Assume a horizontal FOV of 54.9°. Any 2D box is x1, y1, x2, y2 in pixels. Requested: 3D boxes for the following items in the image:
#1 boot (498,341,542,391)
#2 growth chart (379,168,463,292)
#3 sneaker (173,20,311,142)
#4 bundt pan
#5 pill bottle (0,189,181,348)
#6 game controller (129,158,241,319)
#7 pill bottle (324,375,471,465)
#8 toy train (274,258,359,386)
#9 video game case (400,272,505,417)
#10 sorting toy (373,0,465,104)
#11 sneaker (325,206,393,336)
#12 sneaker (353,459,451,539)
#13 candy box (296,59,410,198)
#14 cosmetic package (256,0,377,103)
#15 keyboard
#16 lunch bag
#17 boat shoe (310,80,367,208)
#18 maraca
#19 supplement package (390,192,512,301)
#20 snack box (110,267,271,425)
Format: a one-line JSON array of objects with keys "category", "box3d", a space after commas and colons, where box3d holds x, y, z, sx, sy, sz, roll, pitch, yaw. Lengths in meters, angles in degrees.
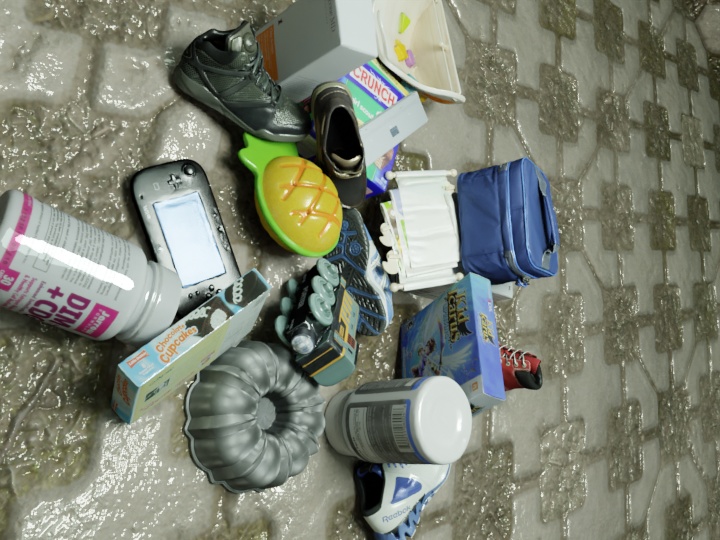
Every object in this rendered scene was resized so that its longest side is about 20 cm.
[{"category": "boot", "box3d": [0.230, 0.132, 1.199, 0.201, 0.144, 0.073, 52, 52, -20]}, {"category": "growth chart", "box3d": [0.094, -0.066, 1.072, 0.143, 0.018, 0.202, 1, 77, -19]}, {"category": "sneaker", "box3d": [-0.139, -0.251, 0.925, 0.198, 0.114, 0.077, 29, 46, -19]}, {"category": "bundt pan", "box3d": [-0.123, 0.186, 0.897, 0.201, 0.075, 0.204, 11, 73, -42]}, {"category": "pill bottle", "box3d": [-0.301, 0.007, 0.741, 0.199, 0.113, 0.115, 28, 62, -36]}, {"category": "game controller", "box3d": [-0.219, -0.038, 0.881, 0.104, 0.042, 0.202, -23, 96, -44]}, {"category": "pill bottle", "box3d": [0.046, 0.210, 0.965, 0.113, 0.199, 0.115, 11, 73, -40]}, {"category": "toy train", "box3d": [-0.051, 0.067, 0.951, 0.114, 0.085, 0.201, 50, 19, -19]}, {"category": "video game case", "box3d": [0.130, 0.133, 1.042, 0.045, 0.181, 0.202, 22, 48, -27]}, {"category": "sorting toy", "box3d": [0.079, -0.381, 1.174, 0.179, 0.106, 0.202, -1, 78, -56]}, {"category": "sneaker", "box3d": [0.000, 0.000, 1.073, 0.077, 0.075, 0.202, -14, 90, -67]}, {"category": "sneaker", "box3d": [0.058, 0.303, 1.038, 0.116, 0.080, 0.200, 53, 52, -24]}, {"category": "candy box", "box3d": [-0.013, -0.242, 1.100, 0.169, 0.077, 0.202, 35, 58, -34]}, {"category": "cosmetic package", "box3d": [-0.071, -0.317, 0.977, 0.071, 0.199, 0.103, 2, 78, -43]}, {"category": "keyboard", "box3d": [0.050, -0.228, 1.103, 0.200, 0.011, 0.057, -43, 119, -43]}, {"category": "lunch bag", "box3d": [0.242, -0.069, 1.095, 0.135, 0.131, 0.202, 15, 67, -52]}, {"category": "boat shoe", "box3d": [-0.029, -0.163, 0.979, 0.074, 0.074, 0.201, -105, 180, -50]}, {"category": "maraca", "box3d": [-0.097, -0.111, 0.972, 0.137, 0.107, 0.201, -29, 90, -52]}, {"category": "supplement package", "box3d": [0.159, -0.036, 1.193, 0.199, 0.110, 0.158, 15, 71, -41]}, {"category": "snack box", "box3d": [-0.197, 0.088, 0.811, 0.037, 0.116, 0.200, 44, 52, 9]}]
